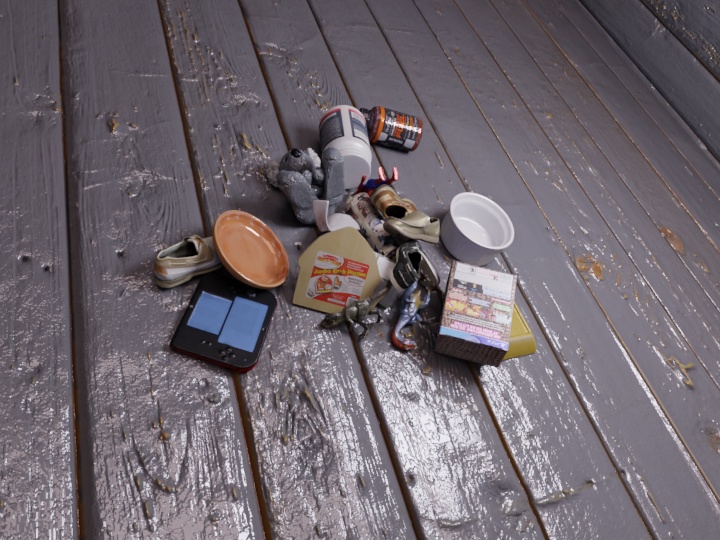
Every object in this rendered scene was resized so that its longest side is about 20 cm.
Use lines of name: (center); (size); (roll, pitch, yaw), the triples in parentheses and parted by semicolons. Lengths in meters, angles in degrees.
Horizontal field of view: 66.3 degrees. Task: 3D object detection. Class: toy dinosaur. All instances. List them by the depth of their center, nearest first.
toy dinosaur: (0.010, 0.096, 1.240); (0.198, 0.047, 0.089); (-31, 111, -13)
toy dinosaur: (0.123, 0.102, 1.317); (0.105, 0.199, 0.182); (43, 78, -15)

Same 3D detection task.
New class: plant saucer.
plant saucer: (-0.246, -0.041, 1.223); (0.199, 0.037, 0.202); (35, 33, -27)
plant saucer: (0.341, 0.124, 1.398); (0.196, 0.049, 0.203); (-6, 57, -28)

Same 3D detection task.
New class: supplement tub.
supplement tub: (-0.043, -0.342, 1.524); (0.137, 0.141, 0.203); (7, 51, -19)
supplement tub: (0.085, -0.435, 1.682); (0.196, 0.108, 0.109); (9, 50, -17)

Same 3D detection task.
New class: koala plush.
koala plush: (-0.146, -0.234, 1.398); (0.175, 0.186, 0.200); (-29, 50, -17)

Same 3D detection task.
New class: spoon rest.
spoon rest: (-0.065, -0.114, 1.327); (0.097, 0.200, 0.062); (4, 82, 19)

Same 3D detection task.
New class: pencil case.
pencil case: (0.034, -0.106, 1.411); (0.202, 0.077, 0.089); (56, 13, 21)

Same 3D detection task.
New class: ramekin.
ramekin: (0.317, -0.111, 1.538); (0.196, 0.098, 0.204); (13, 50, -16)

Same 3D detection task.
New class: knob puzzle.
knob puzzle: (-0.047, -0.003, 1.245); (0.215, 0.224, 0.030); (16, 12, -12)

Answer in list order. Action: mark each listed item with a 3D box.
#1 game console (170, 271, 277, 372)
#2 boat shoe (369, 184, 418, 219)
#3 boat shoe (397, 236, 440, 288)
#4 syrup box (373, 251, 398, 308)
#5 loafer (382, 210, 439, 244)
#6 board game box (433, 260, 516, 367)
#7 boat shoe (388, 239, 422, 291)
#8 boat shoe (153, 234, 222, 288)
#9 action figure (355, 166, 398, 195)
game console: (-0.275, 0.103, 1.142); (0.174, 0.031, 0.203); (21, 48, -9)
boat shoe: (0.096, -0.148, 1.425); (0.199, 0.075, 0.075); (22, 34, -51)
boat shoe: (0.152, -0.040, 1.424); (0.062, 0.073, 0.201); (-17, 57, -34)
syrup box: (0.000, 0.000, 1.314); (0.197, 0.082, 0.080); (24, 44, -4)
loafer: (0.129, -0.114, 1.364); (0.075, 0.070, 0.198); (18, 7, 40)
board game box: (0.270, 0.100, 1.300); (0.156, 0.098, 0.203); (13, 59, 7)
boat shoe: (0.120, -0.021, 1.288); (0.072, 0.067, 0.201); (48, 27, -11)
boat shoe: (-0.349, -0.036, 1.182); (0.074, 0.069, 0.199); (29, 43, 25)
action figure: (0.032, -0.226, 1.440); (0.064, 0.199, 0.053); (-10, 83, -24)
